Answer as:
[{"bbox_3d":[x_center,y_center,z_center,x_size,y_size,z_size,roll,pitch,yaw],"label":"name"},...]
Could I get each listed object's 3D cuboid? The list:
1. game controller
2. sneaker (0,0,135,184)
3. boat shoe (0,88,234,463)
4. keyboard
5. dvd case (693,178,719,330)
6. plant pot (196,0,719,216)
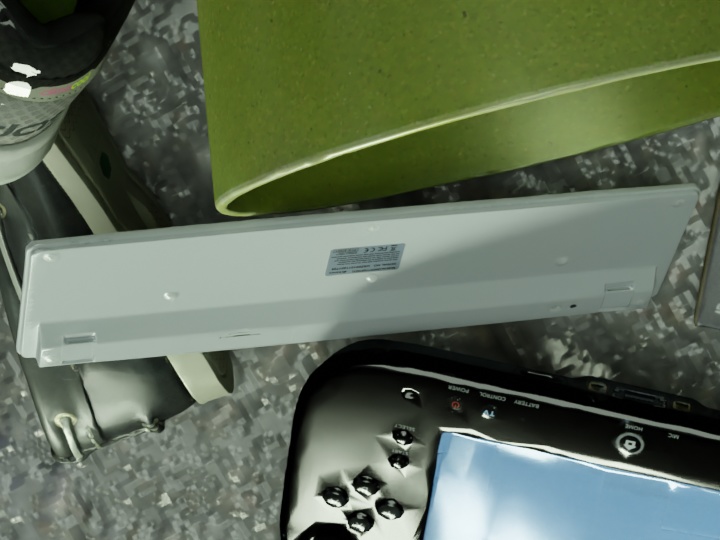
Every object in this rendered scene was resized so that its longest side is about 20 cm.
[{"bbox_3d":[0.075,0.077,0.856,0.198,0.042,0.105,12,139,3],"label":"game controller"},{"bbox_3d":[-0.083,-0.126,0.776,0.073,0.087,0.201,17,70,-23],"label":"sneaker"},{"bbox_3d":[-0.111,-0.036,0.846,0.067,0.072,0.201,-25,103,12],"label":"boat shoe"},{"bbox_3d":[0.000,0.000,0.822,0.198,0.011,0.056,-5,141,-15],"label":"keyboard"},{"bbox_3d":[0.189,-0.066,0.832,0.148,0.016,0.201,11,105,4],"label":"dvd case"},{"bbox_3d":[0.030,-0.134,0.764,0.186,0.187,0.201,-14,86,10],"label":"plant pot"}]
